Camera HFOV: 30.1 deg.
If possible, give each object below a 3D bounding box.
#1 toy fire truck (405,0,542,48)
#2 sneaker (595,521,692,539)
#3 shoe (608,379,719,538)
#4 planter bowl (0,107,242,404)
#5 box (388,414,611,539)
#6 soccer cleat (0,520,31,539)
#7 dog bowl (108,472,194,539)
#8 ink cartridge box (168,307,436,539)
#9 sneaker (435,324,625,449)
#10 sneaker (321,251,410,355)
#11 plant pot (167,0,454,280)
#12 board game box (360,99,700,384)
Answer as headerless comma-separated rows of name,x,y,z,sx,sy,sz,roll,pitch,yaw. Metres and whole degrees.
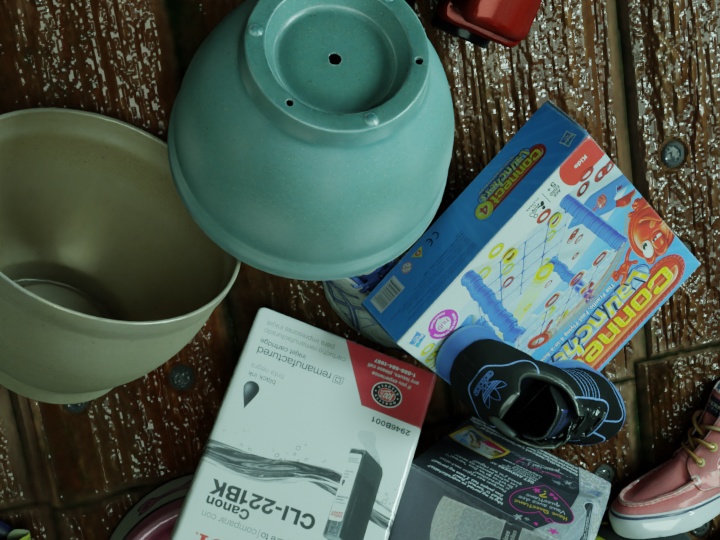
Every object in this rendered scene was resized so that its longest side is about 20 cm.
toy fire truck,0.058,-0.224,0.878,0.175,0.200,0.129,20,102,-16
sneaker,0.191,0.253,1.122,0.199,0.085,0.075,5,135,8
shoe,0.289,0.145,1.108,0.199,0.071,0.092,-20,108,-11
planter bowl,-0.198,0.005,0.916,0.199,0.201,0.135,19,129,-16
box,0.092,0.240,1.027,0.132,0.115,0.201,24,116,23
soccer cleat,-0.272,0.245,1.026,0.084,0.065,0.201,-38,109,-1
dog bowl,-0.110,0.256,1.021,0.199,0.074,0.202,0,87,-2
ink cartridge box,-0.045,0.150,0.965,0.143,0.084,0.201,21,64,-3
sneaker,0.140,0.102,0.979,0.199,0.078,0.070,21,108,-40
sneaker,0.000,0.000,0.995,0.075,0.088,0.200,-43,111,2
plant pot,-0.025,-0.112,0.880,0.199,0.134,0.202,4,66,-9
board game box,0.132,0.009,1.001,0.200,0.056,0.196,-48,133,5
